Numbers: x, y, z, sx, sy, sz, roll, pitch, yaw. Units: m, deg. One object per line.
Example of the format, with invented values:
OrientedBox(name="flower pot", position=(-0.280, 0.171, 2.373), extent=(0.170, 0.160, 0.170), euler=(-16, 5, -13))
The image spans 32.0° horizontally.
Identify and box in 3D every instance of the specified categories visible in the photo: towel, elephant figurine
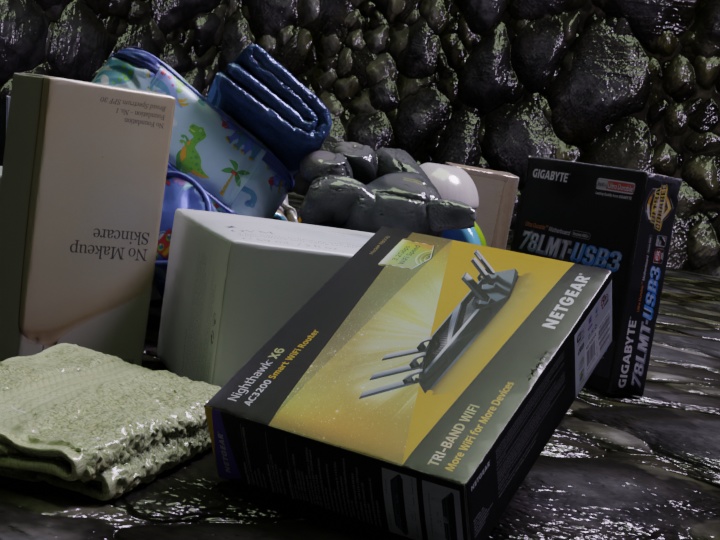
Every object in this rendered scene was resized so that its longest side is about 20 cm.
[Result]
OrientedBox(name="towel", position=(-0.159, 0.079, 0.703), extent=(0.146, 0.037, 0.200), euler=(12, 7, 18))
OrientedBox(name="towel", position=(-0.094, -0.130, 1.147), extent=(0.111, 0.049, 0.200), euler=(39, -18, -6))
OrientedBox(name="elephant figurine", position=(0.000, 0.000, 1.112), extent=(0.139, 0.203, 0.156), euler=(2, 29, -15))

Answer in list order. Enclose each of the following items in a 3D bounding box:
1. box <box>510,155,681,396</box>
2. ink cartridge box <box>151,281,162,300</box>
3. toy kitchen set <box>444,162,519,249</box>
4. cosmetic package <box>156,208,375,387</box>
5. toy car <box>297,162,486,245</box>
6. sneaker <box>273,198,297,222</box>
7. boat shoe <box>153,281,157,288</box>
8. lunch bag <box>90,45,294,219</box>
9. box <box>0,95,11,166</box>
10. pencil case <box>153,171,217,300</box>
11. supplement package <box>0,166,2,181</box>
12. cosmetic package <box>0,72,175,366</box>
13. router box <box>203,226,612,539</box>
OrientedBox(name="box", position=(0.212, -0.001, 1.201), extent=(0.049, 0.202, 0.199), euler=(6, 7, -27))
OrientedBox(name="ink cartridge box", position=(-0.223, -0.011, 1.309), extent=(0.115, 0.069, 0.199), euler=(13, 8, 35))
OrientedBox(name="toy kitchen set", position=(0.145, -0.032, 1.478), extent=(0.160, 0.184, 0.200), euler=(8, 10, -11))
OrientedBox(name="cosmetic package", position=(-0.030, 0.034, 0.908), extent=(0.196, 0.125, 0.200), euler=(7, 5, -20))
OrientedBox(name="toy car", position=(0.035, -0.020, 1.238), extent=(0.196, 0.178, 0.150), euler=(8, 7, -8))
OrientedBox(name="sneaker", position=(-0.095, -0.048, 1.257), extent=(0.076, 0.081, 0.202), euler=(19, 43, -23))
OrientedBox(name="boat shoe", position=(-0.119, 0.006, 1.281), extent=(0.198, 0.074, 0.062), euler=(10, 1, -41))
OrientedBox(name="lunch bag", position=(-0.165, -0.104, 1.126), extent=(0.199, 0.083, 0.160), euler=(37, -18, -11))
OrientedBox(name="box", position=(-0.369, -0.098, 1.368), extent=(0.105, 0.125, 0.199), euler=(4, -13, -33))
OrientedBox(name="pencil case", position=(-0.149, -0.013, 1.071), extent=(0.086, 0.079, 0.200), euler=(27, -15, 12))
OrientedBox(name="supplement package", position=(-0.310, -0.030, 1.109), extent=(0.196, 0.120, 0.117), euler=(10, 6, 4))
OrientedBox(name="cosmetic package", position=(-0.203, -0.033, 0.900), extent=(0.102, 0.204, 0.073), euler=(3, 7, -37))
OrientedBox(name="router box", position=(0.034, 0.056, 0.697), extent=(0.155, 0.053, 0.200), euler=(11, 36, 28))
